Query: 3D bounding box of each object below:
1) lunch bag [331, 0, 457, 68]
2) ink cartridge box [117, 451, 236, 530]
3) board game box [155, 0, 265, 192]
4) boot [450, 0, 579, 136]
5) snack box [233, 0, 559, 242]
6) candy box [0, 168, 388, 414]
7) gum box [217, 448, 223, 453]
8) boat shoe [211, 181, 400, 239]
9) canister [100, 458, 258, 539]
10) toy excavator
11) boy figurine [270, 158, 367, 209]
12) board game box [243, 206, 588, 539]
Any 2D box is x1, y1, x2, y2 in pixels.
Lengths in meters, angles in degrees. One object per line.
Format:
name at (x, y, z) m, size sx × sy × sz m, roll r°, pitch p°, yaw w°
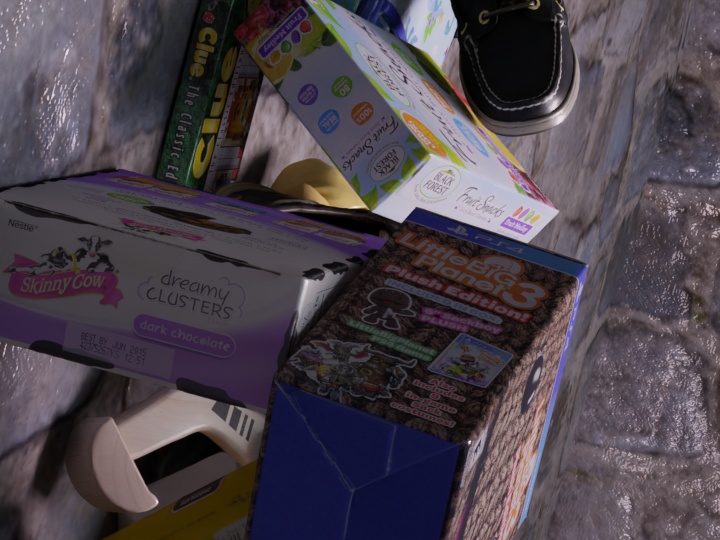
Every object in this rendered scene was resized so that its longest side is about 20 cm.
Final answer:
lunch bag at (0.011, -0.175, 1.748) m, size 0.200 × 0.082 × 0.161 m, roll 71°, pitch 41°, yaw -68°
ink cartridge box at (-0.083, 0.234, 1.694) m, size 0.083 × 0.147 × 0.200 m, roll -23°, pitch 140°, yaw -25°
board game box at (-0.083, -0.097, 1.575) m, size 0.105 × 0.023 × 0.200 m, roll -11°, pitch 117°, yaw -73°
boot at (0.079, -0.194, 1.630) m, size 0.204 × 0.073 × 0.154 m, roll -92°, pitch 168°, yaw -45°
snack box at (0.024, -0.084, 1.582) m, size 0.053 × 0.142 × 0.200 m, roll -45°, pitch 156°, yaw 13°
candy box at (-0.085, 0.007, 1.363) m, size 0.200 × 0.167 × 0.072 m, roll -19°, pitch 123°, yaw -74°
gum box at (-0.027, 0.110, 1.777) m, size 0.200 × 0.045 × 0.170 m, roll -30°, pitch -156°, yaw 44°
boat shoe at (0.000, 0.000, 1.587) m, size 0.073 × 0.200 × 0.075 m, roll 18°, pitch -83°, yaw 62°
canister at (-0.069, 0.186, 1.488) m, size 0.149 × 0.200 × 0.087 m, roll 46°, pitch 32°, yaw -25°
toy excavator at (-0.050, 0.093, 1.570) m, size 0.195 × 0.200 × 0.100 m, roll -58°, pitch -159°, yaw -19°
boy figurine at (-0.056, -0.002, 1.693) m, size 0.124 × 0.064 × 0.200 m, roll -53°, pitch -179°, yaw 36°
board game box at (0.024, 0.089, 1.330) m, size 0.200 × 0.097 × 0.160 m, roll -50°, pitch 155°, yaw -58°
